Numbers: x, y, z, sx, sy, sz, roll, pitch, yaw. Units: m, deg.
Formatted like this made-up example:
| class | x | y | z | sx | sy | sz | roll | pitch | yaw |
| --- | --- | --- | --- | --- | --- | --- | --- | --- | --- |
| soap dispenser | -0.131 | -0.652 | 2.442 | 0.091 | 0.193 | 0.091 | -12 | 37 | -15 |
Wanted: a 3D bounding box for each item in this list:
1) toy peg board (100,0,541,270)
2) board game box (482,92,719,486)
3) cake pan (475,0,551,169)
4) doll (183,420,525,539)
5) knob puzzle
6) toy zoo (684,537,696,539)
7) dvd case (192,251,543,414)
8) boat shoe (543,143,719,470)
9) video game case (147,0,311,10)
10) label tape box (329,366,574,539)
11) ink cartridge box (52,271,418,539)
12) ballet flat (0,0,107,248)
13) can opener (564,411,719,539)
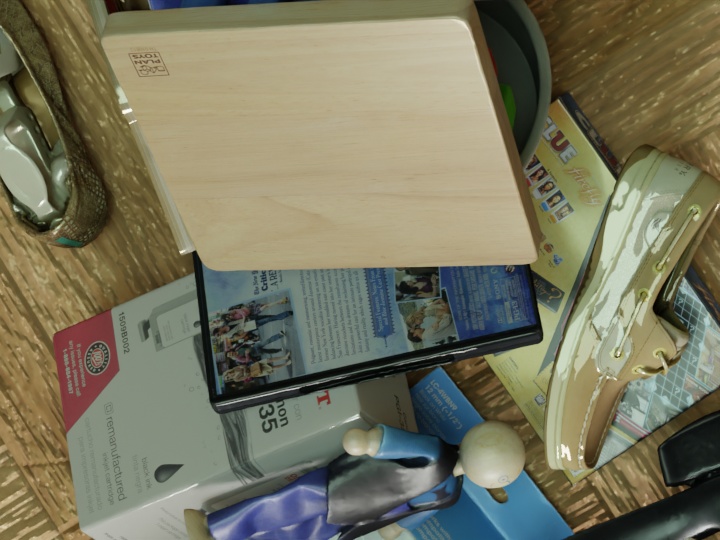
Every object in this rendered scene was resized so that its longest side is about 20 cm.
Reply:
| class | x | y | z | sx | sy | sz | roll | pitch | yaw |
| --- | --- | --- | --- | --- | --- | --- | --- | --- | --- |
| toy peg board | -0.011 | -0.100 | 1.324 | 0.199 | 0.098 | 0.199 | -2 | 142 | 17 |
| board game box | 0.129 | 0.012 | 1.480 | 0.135 | 0.035 | 0.200 | -35 | 88 | 18 |
| cake pan | 0.019 | -0.094 | 1.433 | 0.199 | 0.037 | 0.201 | -7 | 66 | 15 |
| doll | 0.002 | 0.134 | 1.426 | 0.199 | 0.137 | 0.049 | -21 | 59 | 4 |
| knob puzzle | -0.128 | -0.133 | 1.432 | 0.030 | 0.220 | 0.221 | -19 | 94 | 3 |
| toy zoo | 0.221 | 0.237 | 1.449 | 0.199 | 0.020 | 0.131 | 25 | 118 | -12 |
| dvd case | 0.000 | 0.000 | 1.430 | 0.199 | 0.018 | 0.143 | -13 | 60 | 6 |
| boat shoe | 0.161 | 0.030 | 1.418 | 0.066 | 0.074 | 0.201 | 19 | 103 | 17 |
| video game case | -0.009 | -0.221 | 1.360 | 0.199 | 0.182 | 0.046 | 0 | 134 | 15 |
| label tape box | 0.014 | 0.179 | 1.524 | 0.200 | 0.066 | 0.143 | -40 | 88 | 19 |
| ink cartridge box | -0.079 | 0.075 | 1.492 | 0.199 | 0.083 | 0.147 | -24 | 58 | 18 |
| ballet flat | -0.223 | -0.105 | 1.542 | 0.070 | 0.065 | 0.201 | -30 | 90 | 18 |
| can opener | 0.177 | 0.155 | 1.462 | 0.199 | 0.063 | 0.079 | -29 | 65 | 8 |
